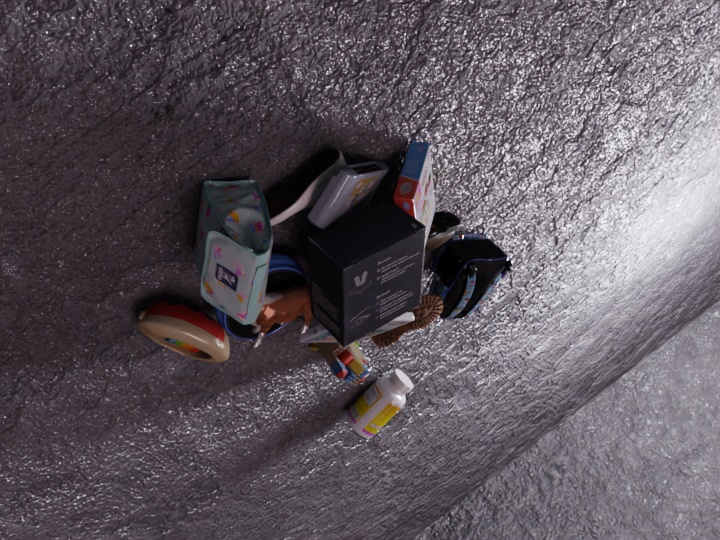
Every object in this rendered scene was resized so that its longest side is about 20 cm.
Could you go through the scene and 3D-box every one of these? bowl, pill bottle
[{"bbox_3d":[-0.193,0.057,1.374,0.199,0.039,0.202,-26,143,-21],"label":"bowl"},{"bbox_3d":[0.058,0.377,1.965,0.200,0.105,0.104,-47,144,13],"label":"pill bottle"}]

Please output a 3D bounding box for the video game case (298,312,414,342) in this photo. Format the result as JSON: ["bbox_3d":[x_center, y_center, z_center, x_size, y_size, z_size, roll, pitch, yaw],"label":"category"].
[{"bbox_3d":[-0.008,0.126,1.535,0.181,0.024,0.199,-24,161,38],"label":"video game case"}]

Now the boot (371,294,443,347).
[{"bbox_3d":[0.117,0.104,1.694,0.199,0.075,0.107,-30,-166,21],"label":"boot"}]

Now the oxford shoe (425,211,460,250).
[{"bbox_3d":[0.139,-0.073,1.559,0.198,0.073,0.085,-10,138,-35],"label":"oxford shoe"}]

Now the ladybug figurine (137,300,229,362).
[{"bbox_3d":[-0.331,0.114,1.312,0.199,0.135,0.073,35,60,-40],"label":"ladybug figurine"}]

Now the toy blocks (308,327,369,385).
[{"bbox_3d":[-0.036,0.215,1.669,0.100,0.137,0.200,-42,146,6],"label":"toy blocks"}]

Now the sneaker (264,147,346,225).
[{"bbox_3d":[-0.101,-0.134,1.271,0.199,0.073,0.085,-37,143,-5],"label":"sneaker"}]

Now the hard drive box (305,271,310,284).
[{"bbox_3d":[-0.023,0.011,1.504,0.200,0.077,0.155,-50,143,16],"label":"hard drive box"}]

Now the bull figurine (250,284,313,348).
[{"bbox_3d":[-0.166,0.079,1.333,0.198,0.065,0.122,-9,136,-36],"label":"bull figurine"}]

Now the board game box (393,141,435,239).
[{"bbox_3d":[0.114,-0.138,1.412,0.201,0.040,0.154,77,27,-52],"label":"board game box"}]

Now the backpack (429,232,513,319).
[{"bbox_3d":[0.253,0.020,1.711,0.181,0.135,0.201,-5,133,-39],"label":"backpack"}]

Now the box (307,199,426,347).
[{"bbox_3d":[0.013,0.004,1.307,0.195,0.117,0.202,-27,138,-28],"label":"box"}]

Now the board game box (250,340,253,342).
[{"bbox_3d":[-0.221,0.062,1.418,0.126,0.035,0.200,-37,145,-4],"label":"board game box"}]

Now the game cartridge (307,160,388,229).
[{"bbox_3d":[-0.022,-0.141,1.299,0.134,0.041,0.200,-60,166,23],"label":"game cartridge"}]

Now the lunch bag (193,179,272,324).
[{"bbox_3d":[-0.211,-0.030,1.171,0.121,0.201,0.171,-4,135,-26],"label":"lunch bag"}]
